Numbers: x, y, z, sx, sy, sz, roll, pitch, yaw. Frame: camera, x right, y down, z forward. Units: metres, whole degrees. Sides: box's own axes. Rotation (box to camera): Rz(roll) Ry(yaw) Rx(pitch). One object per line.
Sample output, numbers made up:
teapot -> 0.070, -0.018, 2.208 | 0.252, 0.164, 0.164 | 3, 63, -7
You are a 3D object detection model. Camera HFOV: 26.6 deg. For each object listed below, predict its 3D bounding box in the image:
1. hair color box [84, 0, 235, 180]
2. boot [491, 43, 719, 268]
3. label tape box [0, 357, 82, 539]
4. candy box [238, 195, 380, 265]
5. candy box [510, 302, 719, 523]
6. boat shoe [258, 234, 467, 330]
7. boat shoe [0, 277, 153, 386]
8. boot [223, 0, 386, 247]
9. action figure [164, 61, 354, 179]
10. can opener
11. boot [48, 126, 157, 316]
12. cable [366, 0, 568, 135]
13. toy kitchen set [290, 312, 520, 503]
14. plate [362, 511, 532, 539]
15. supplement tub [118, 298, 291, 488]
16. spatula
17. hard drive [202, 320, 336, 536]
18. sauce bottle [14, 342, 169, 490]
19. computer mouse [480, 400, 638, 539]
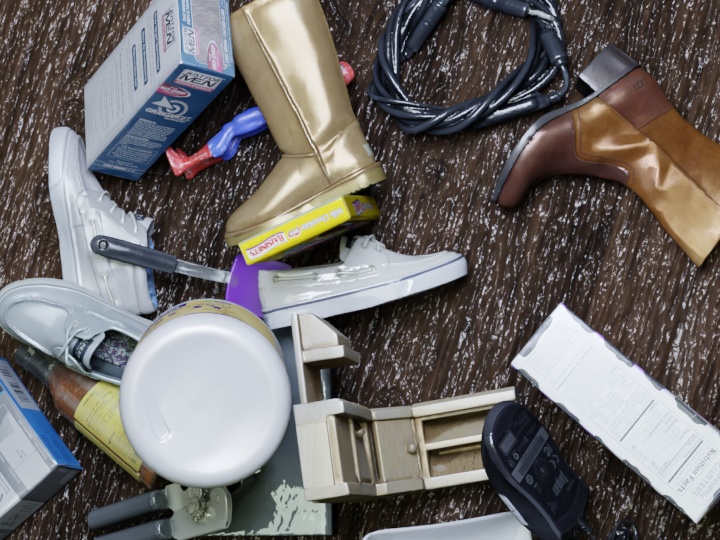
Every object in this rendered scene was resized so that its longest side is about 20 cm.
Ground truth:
hair color box -> -0.195, -0.179, 1.448 | 0.200, 0.060, 0.101 | -38, 51, 46
boot -> 0.244, -0.077, 1.409 | 0.200, 0.069, 0.188 | 44, 86, 8
label tape box -> -0.397, 0.203, 1.502 | 0.200, 0.063, 0.145 | -41, 74, 4
candy box -> -0.042, -0.038, 1.386 | 0.101, 0.200, 0.027 | -22, 89, 9
candy box -> 0.236, 0.124, 1.311 | 0.200, 0.168, 0.072 | 40, 93, 15
boat shoe -> 0.000, 0.000, 1.421 | 0.197, 0.071, 0.071 | -14, 90, 0
boat shoe -> -0.253, 0.065, 1.447 | 0.199, 0.072, 0.071 | 20, 104, -11
boot -> -0.084, -0.144, 1.429 | 0.173, 0.066, 0.202 | -25, 89, 4
action figure -> -0.104, -0.175, 1.489 | 0.198, 0.065, 0.100 | -23, 86, 9
can opener -> -0.179, 0.231, 1.427 | 0.199, 0.066, 0.053 | -21, 73, 37
boot -> -0.250, -0.048, 1.510 | 0.094, 0.074, 0.203 | -9, 88, 6
cable -> 0.096, -0.213, 1.457 | 0.197, 0.051, 0.165 | -15, 78, 11
toy kitchen set -> 0.042, 0.110, 1.342 | 0.178, 0.200, 0.166 | -10, 80, 10
plate -> 0.084, 0.321, 1.330 | 0.032, 0.198, 0.203 | -22, 74, 50
supplement tub -> -0.134, 0.102, 1.336 | 0.143, 0.200, 0.148 | 0, 94, -5
spatula -> -0.164, -0.001, 1.467 | 0.197, 0.021, 0.057 | 14, 83, -5
hard drive -> -0.092, 0.151, 1.455 | 0.138, 0.033, 0.203 | -3, 81, 13
sauce bottle -> -0.253, 0.130, 1.478 | 0.199, 0.066, 0.066 | 38, 91, 17
computer mouse -> 0.151, 0.221, 1.323 | 0.200, 0.046, 0.141 | 47, 50, -15
